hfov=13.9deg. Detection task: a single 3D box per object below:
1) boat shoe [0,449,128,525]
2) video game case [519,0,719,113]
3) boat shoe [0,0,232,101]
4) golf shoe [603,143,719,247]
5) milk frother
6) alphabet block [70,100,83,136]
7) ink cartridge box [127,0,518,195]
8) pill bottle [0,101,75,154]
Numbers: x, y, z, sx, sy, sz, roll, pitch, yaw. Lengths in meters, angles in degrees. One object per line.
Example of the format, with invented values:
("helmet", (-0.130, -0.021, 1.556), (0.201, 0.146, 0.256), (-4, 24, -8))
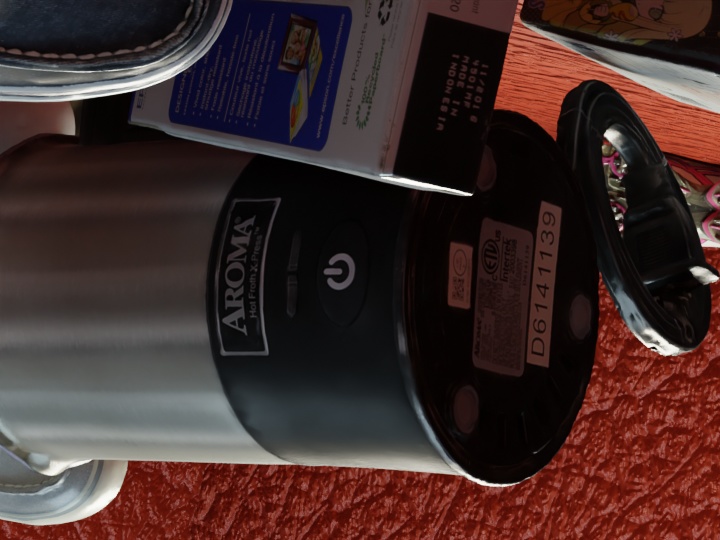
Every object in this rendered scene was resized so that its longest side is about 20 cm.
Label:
("boat shoe", (-0.191, 0.059, 1.238), (0.200, 0.070, 0.071), (17, -174, 32))
("video game case", (0.170, -0.068, 1.025), (0.181, 0.036, 0.200), (15, -179, 22))
("boat shoe", (-0.106, -0.077, 0.653), (0.200, 0.071, 0.091), (14, -175, -28))
("golf shoe", (0.253, -0.052, 2.342), (0.199, 0.073, 0.092), (13, -178, 13))
("milk frother", (0.000, 0.000, 1.007), (0.188, 0.181, 0.200), (0, 154, 35))
("alphabet block", (-0.147, -0.067, 1.260), (0.199, 0.197, 0.195), (13, 179, -12))
("ink cartridge box", (-0.013, -0.079, 0.860), (0.037, 0.095, 0.200), (12, -178, -27))
("pill bottle", (-0.174, -0.065, 1.082), (0.200, 0.109, 0.110), (55, -172, 8))
